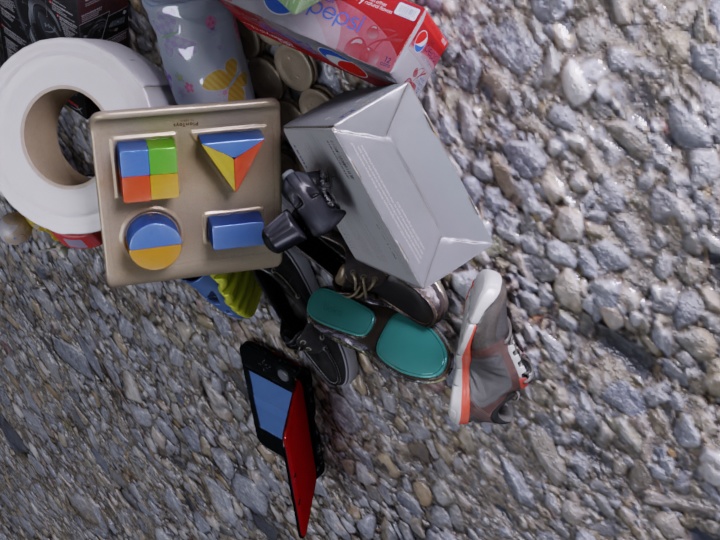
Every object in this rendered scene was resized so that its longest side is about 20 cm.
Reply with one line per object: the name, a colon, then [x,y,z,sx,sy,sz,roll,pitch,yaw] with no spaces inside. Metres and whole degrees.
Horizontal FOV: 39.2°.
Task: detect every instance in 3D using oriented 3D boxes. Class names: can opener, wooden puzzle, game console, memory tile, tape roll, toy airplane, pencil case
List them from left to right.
toy airplane: [-0.444,-0.100,1.374,0.200,0.141,0.199,46,167,-20]
tape roll: [-0.289,-0.141,1.054,0.202,0.071,0.203,3,101,14]
wooden puzzle: [-0.166,-0.070,1.009,0.046,0.185,0.200,-120,28,-53]
pencil case: [-0.156,-0.196,1.018,0.091,0.083,0.200,24,137,43]
game console: [-0.116,0.222,1.339,0.172,0.119,0.200,23,135,31]
memory tile: [-0.082,-0.177,1.041,0.153,0.017,0.200,-11,114,50]
can opener: [-0.053,-0.062,0.917,0.200,0.078,0.064,-95,-18,-83]

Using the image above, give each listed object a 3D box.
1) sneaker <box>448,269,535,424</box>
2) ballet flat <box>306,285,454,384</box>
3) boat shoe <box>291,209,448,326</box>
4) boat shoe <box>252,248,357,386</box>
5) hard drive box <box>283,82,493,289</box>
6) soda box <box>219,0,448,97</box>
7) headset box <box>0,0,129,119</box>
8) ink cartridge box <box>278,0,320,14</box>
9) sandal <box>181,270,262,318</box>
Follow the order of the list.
sneaker: [0.138,0.080,1.013,0.082,0.077,0.200,9,135,7]
ballet flat: [0.031,0.071,1.108,0.200,0.072,0.072,25,137,35]
boat shoe: [0.000,0.000,1.062,0.200,0.073,0.075,36,142,18]
boat shoe: [-0.069,0.063,1.194,0.070,0.066,0.200,3,123,45]
hard drive box: [0.017,-0.080,0.904,0.156,0.077,0.200,61,170,-15]
soda box: [-0.027,-0.220,0.885,0.200,0.063,0.070,29,180,25]
headset box: [-0.341,-0.298,1.150,0.149,0.077,0.200,34,140,20]
ink cartridge box: [-0.068,-0.310,0.800,0.200,0.145,0.048,45,144,6]
sandal: [-0.189,-0.009,1.205,0.087,0.080,0.200,-3,144,32]
